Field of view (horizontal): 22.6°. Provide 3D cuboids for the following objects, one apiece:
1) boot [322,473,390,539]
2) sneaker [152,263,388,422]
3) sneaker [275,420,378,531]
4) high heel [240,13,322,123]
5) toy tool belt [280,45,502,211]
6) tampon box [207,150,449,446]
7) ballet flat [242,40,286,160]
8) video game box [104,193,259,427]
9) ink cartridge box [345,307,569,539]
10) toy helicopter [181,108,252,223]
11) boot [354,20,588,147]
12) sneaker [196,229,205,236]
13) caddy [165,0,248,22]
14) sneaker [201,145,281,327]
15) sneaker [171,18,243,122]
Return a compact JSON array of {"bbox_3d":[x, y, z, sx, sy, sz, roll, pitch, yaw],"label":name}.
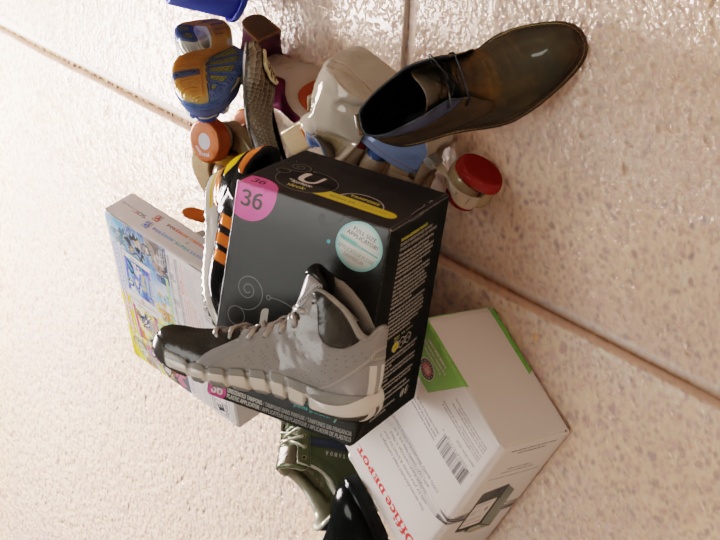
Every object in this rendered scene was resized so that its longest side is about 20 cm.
[{"bbox_3d":[-0.050,0.295,1.767,0.199,0.162,0.073,79,165,-51],"label":"boot"},{"bbox_3d":[-0.067,0.043,1.473,0.199,0.075,0.116,14,107,10],"label":"sneaker"},{"bbox_3d":[-0.050,0.170,1.816,0.067,0.090,0.201,-27,89,58],"label":"sneaker"},{"bbox_3d":[-0.062,-0.167,1.815,0.200,0.067,0.096,55,156,35],"label":"high heel"},{"bbox_3d":[0.024,-0.099,1.636,0.200,0.125,0.123,42,125,10],"label":"toy tool belt"},{"bbox_3d":[-0.028,0.020,1.555,0.149,0.126,0.201,17,113,21],"label":"tampon box"},{"bbox_3d":[-0.084,-0.129,1.763,0.067,0.046,0.201,-79,-17,-67],"label":"ballet flat"},{"bbox_3d":[-0.181,0.041,1.868,0.182,0.047,0.201,29,139,36],"label":"video game box"},{"bbox_3d":[0.084,0.154,1.652,0.146,0.084,0.200,59,140,27],"label":"ink cartridge box"},{"bbox_3d":[-0.114,-0.067,1.897,0.200,0.079,0.132,49,131,19],"label":"toy helicopter"},{"bbox_3d":[0.089,-0.148,1.485,0.199,0.097,0.075,-24,89,22],"label":"boot"},{"bbox_3d":[-0.132,0.052,1.920,0.108,0.070,0.200,44,157,41],"label":"sneaker"},{"bbox_3d":[-0.133,-0.349,1.822,0.142,0.105,0.200,-102,25,-48],"label":"caddy"},{"bbox_3d":[-0.099,-0.024,1.683,0.090,0.070,0.201,-37,50,45],"label":"sneaker"},{"bbox_3d":[-0.149,-0.184,1.814,0.200,0.075,0.089,-97,4,-64],"label":"sneaker"}]
